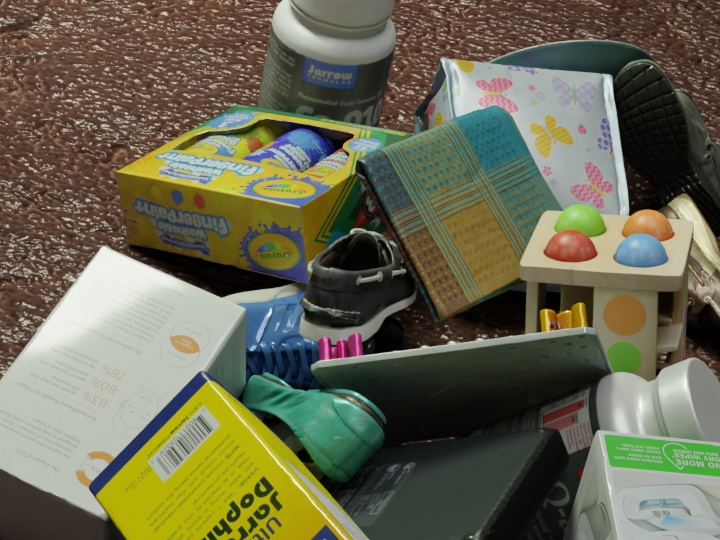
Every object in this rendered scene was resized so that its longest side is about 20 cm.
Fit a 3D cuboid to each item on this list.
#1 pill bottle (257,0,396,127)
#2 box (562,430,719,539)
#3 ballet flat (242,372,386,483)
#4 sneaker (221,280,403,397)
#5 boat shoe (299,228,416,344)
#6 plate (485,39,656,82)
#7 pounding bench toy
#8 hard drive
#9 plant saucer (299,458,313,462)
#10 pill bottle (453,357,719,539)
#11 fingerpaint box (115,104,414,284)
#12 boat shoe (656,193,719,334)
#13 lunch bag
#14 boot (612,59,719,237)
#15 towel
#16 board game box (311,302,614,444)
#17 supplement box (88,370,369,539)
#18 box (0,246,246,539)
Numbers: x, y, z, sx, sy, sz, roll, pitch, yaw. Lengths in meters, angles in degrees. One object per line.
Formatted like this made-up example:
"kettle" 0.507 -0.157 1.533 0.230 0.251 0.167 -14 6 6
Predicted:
"pill bottle" -0.030 -0.181 1.742 0.113 0.201 0.114 8 36 -6
"box" 0.186 0.239 1.250 0.096 0.201 0.177 6 37 -7
"ballet flat" -0.050 0.115 1.379 0.071 0.067 0.200 -49 19 -16
"sneaker" -0.049 0.066 1.511 0.111 0.077 0.199 28 31 35
"boat shoe" 0.000 0.000 1.500 0.073 0.061 0.200 11 18 16
"plate" 0.181 -0.160 1.811 0.198 0.200 0.026 -2 70 -19
"pounding bench toy" 0.202 0.021 1.553 0.123 0.158 0.200 4 22 13
"hard drive" 0.027 0.162 1.304 0.199 0.033 0.140 -11 23 35
"plant saucer" -0.027 0.202 1.379 0.198 0.030 0.201 9 36 -6
"pill bottle" 0.163 0.140 1.363 0.199 0.116 0.116 -25 27 25
"fingerpaint box" -0.077 -0.070 1.638 0.199 0.074 0.167 12 32 35
"boat shoe" 0.296 0.022 1.697 0.071 0.072 0.201 -24 54 2
"lunch bag" 0.139 -0.071 1.710 0.168 0.127 0.202 2 61 -14
"boot" 0.287 -0.133 1.812 0.067 0.201 0.131 -18 31 22
"towel" 0.089 -0.050 1.569 0.199 0.022 0.148 -24 84 -47
"board game box" 0.084 0.078 1.400 0.198 0.200 0.026 -8 68 12
"supplement box" -0.064 0.176 1.213 0.110 0.109 0.200 -45 44 -2
"box" -0.179 0.102 1.368 0.123 0.098 0.201 23 53 14
